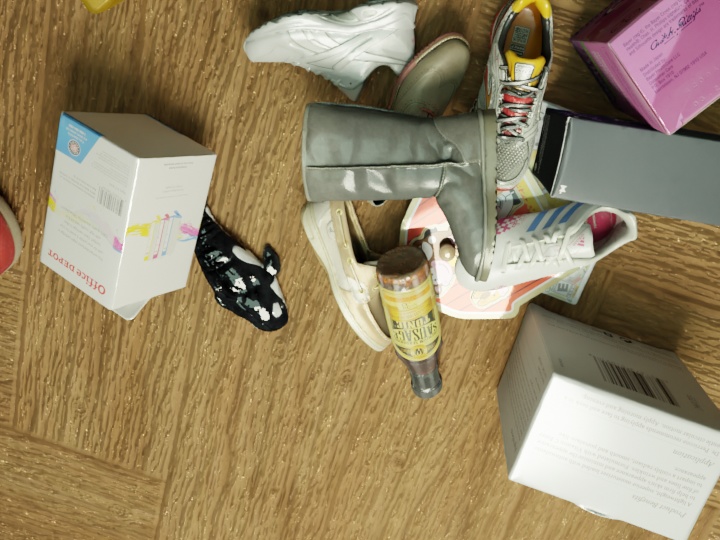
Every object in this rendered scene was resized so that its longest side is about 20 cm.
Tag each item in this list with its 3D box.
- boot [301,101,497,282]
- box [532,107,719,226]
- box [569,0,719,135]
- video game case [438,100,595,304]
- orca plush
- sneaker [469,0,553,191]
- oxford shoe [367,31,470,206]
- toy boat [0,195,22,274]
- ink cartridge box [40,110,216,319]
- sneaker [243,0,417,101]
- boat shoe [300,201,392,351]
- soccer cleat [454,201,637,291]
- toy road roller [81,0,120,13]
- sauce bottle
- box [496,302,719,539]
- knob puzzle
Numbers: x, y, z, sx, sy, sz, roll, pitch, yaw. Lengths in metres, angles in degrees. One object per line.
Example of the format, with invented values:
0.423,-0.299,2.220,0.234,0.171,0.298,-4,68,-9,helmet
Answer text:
0.039,-0.080,0.675,0.193,0.073,0.188,-2,94,4,boot
0.282,-0.105,0.662,0.194,0.142,0.081,10,110,4,box
0.303,-0.231,0.607,0.175,0.201,0.097,-38,99,19,box
0.205,-0.083,0.766,0.177,0.023,0.205,20,110,2,video game case
-0.159,-0.003,0.821,0.103,0.071,0.205,-17,105,14,orca plush
0.153,-0.185,0.685,0.075,0.082,0.207,6,95,2,sneaker
0.062,-0.157,0.725,0.069,0.076,0.202,16,121,-33,oxford shoe
-0.532,-0.025,0.838,0.197,0.131,0.132,-30,103,17,toy boat
-0.272,-0.062,0.774,0.127,0.124,0.205,28,113,21,ink cartridge box
-0.031,-0.233,0.725,0.194,0.078,0.102,-4,112,11,sneaker
0.000,0.000,0.798,0.068,0.074,0.204,-23,103,21,boat shoe
0.195,-0.028,0.703,0.195,0.086,0.072,-21,105,-1,soccer cleat
-0.271,-0.370,0.695,0.196,0.124,0.147,-27,118,16,toy road roller
0.066,0.068,0.787,0.064,0.067,0.204,-9,126,11,sauce bottle
0.267,0.158,0.744,0.194,0.201,0.134,19,109,1,box
0.129,-0.026,0.769,0.213,0.031,0.226,3,109,8,knob puzzle
